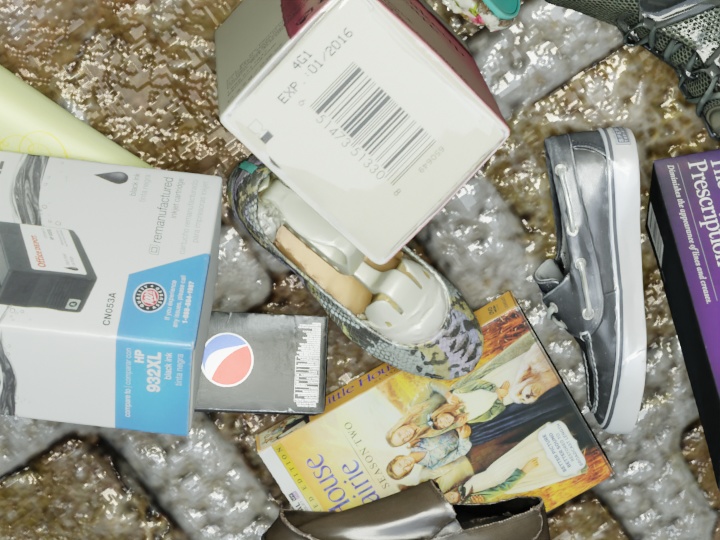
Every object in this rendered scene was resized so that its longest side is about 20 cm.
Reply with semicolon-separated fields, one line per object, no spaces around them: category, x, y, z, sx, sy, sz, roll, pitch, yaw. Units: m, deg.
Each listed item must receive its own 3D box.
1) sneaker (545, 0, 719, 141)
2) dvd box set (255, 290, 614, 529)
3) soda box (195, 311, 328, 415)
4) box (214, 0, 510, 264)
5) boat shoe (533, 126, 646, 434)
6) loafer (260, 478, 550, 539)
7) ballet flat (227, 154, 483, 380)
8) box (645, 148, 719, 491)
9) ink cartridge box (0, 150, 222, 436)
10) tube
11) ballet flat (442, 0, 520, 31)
sneaker;0.200;-0.138;1.260;0.198;0.076;0.115;10;81;-12
dvd box set;0.050;0.123;1.384;0.199;0.029;0.147;-29;110;6
soda box;-0.121;0.057;1.316;0.198;0.071;0.064;3;85;-5
box;-0.004;-0.110;1.201;0.128;0.200;0.109;41;102;-17
boat shoe;0.144;0.009;1.327;0.067;0.072;0.202;-5;108;-5
loafer;0.033;0.167;1.349;0.198;0.073;0.072;4;105;-16
ballet flat;0.000;0.000;1.295;0.200;0.072;0.072;40;103;-7
box;0.266;0.020;1.271;0.140;0.201;0.079;-9;147;-3
ink cartridge box;-0.189;0.008;1.232;0.198;0.146;0.084;6;136;-1
tube;-0.202;-0.080;1.279;0.200;0.058;0.052;37;68;-21
ballet flat;0.027;-0.228;1.241;0.064;0.076;0.201;-19;109;36
